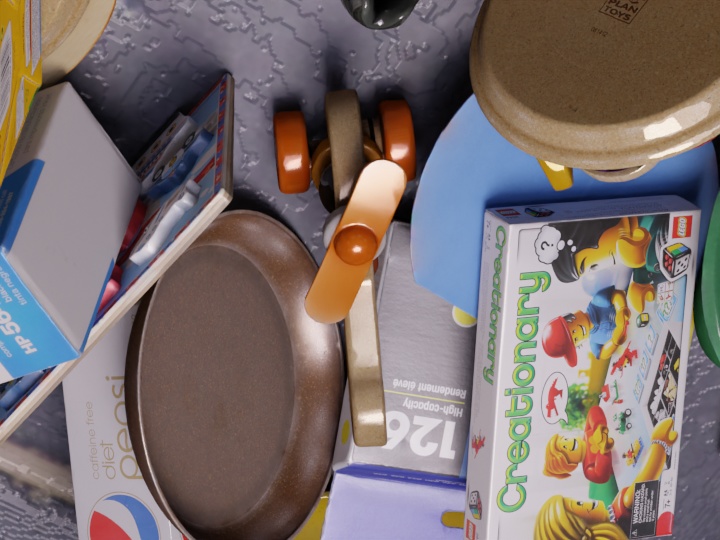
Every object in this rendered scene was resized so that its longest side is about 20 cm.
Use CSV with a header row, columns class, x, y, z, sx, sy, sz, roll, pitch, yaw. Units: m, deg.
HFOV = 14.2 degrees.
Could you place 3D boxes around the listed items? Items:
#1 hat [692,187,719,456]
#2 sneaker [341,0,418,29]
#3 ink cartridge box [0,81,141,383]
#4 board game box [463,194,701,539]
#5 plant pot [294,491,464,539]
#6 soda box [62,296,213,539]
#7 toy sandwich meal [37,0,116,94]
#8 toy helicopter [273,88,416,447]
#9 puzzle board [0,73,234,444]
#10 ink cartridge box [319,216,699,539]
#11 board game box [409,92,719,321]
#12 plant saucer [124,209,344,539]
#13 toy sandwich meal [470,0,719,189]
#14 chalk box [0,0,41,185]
class,x,y,z,sx,sy,sz,roll,pitch,yaw
hat,0.217,0.017,1.714,0.165,0.176,0.201,4,87,-31
sneaker,0.050,-0.209,1.540,0.080,0.086,0.201,18,117,-20
ink cartridge box,-0.234,-0.002,1.567,0.199,0.146,0.084,-18,126,25
board game box,0.126,0.060,1.653,0.126,0.035,0.201,-5,108,-25
plant pot,-0.008,0.269,1.780,0.199,0.201,0.177,-3,138,-6
soda box,-0.124,0.114,1.674,0.068,0.064,0.201,-2,97,29
toy sandwich meal,-0.220,-0.183,1.537,0.204,0.070,0.206,3,122,4
toy helicopter,0.000,0.000,1.608,0.078,0.132,0.201,-5,96,-4
puzzle board,-0.139,-0.010,1.603,0.017,0.151,0.200,37,111,-20
ink cartridge box,0.089,0.081,1.711,0.196,0.047,0.201,8,94,-14
board game box,0.112,-0.038,1.660,0.200,0.039,0.159,30,92,-30
plant saucer,-0.076,0.066,1.656,0.032,0.201,0.201,-3,130,33
toy sandwich meal,0.150,-0.125,1.538,0.204,0.206,0.070,-24,139,8
chalk box,-0.269,-0.126,1.464,0.199,0.124,0.125,7,123,2
